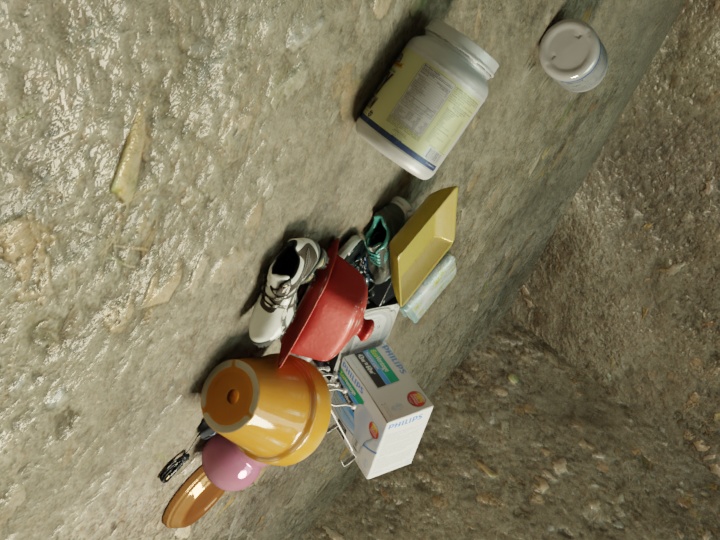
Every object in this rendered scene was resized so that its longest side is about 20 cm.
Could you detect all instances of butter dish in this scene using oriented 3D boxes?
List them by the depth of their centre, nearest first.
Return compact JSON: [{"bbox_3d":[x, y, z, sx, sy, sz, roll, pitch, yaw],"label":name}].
[{"bbox_3d":[-0.044,0.078,1.407,0.201,0.147,0.200,-61,-173,25],"label":"butter dish"}]

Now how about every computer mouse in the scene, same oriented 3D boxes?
[{"bbox_3d":[-0.303,0.326,1.496,0.200,0.034,0.059,-50,164,-7],"label":"computer mouse"}]

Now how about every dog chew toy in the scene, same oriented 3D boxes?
[{"bbox_3d":[-0.217,0.343,1.558,0.199,0.125,0.124,-39,165,10],"label":"dog chew toy"}]

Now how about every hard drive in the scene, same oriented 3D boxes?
[{"bbox_3d":[0.003,0.151,1.755,0.139,0.038,0.202,-8,130,-38],"label":"hard drive"}]

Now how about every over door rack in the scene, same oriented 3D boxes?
[{"bbox_3d":[-0.053,0.288,1.682,0.066,0.148,0.202,-18,114,-11],"label":"over door rack"}]

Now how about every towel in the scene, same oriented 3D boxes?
[{"bbox_3d":[0.159,0.040,1.870,0.172,0.048,0.200,-51,168,-3],"label":"towel"}]

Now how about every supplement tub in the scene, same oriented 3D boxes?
[{"bbox_3d":[0.100,-0.255,1.180,0.201,0.145,0.145,-55,163,11],"label":"supplement tub"},{"bbox_3d":[0.478,-0.475,1.762,0.133,0.132,0.200,-57,164,17],"label":"supplement tub"}]

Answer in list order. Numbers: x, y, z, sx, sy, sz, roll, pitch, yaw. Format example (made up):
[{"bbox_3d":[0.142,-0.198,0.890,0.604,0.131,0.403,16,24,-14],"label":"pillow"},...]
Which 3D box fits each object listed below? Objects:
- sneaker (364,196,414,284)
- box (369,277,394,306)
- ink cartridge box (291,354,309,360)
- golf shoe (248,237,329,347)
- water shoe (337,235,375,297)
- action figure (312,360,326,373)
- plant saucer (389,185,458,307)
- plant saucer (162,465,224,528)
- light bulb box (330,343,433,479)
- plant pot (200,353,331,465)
[{"bbox_3d":[0.036,-0.052,1.571,0.091,0.077,0.202,-29,143,-45],"label":"sneaker"},{"bbox_3d":[0.091,-0.027,1.741,0.200,0.079,0.142,-32,151,-51],"label":"box"},{"bbox_3d":[-0.084,0.108,1.652,0.163,0.050,0.200,-61,179,26],"label":"ink cartridge box"},{"bbox_3d":[-0.137,0.030,1.283,0.201,0.077,0.094,-60,152,4],"label":"golf shoe"},{"bbox_3d":[0.000,0.000,1.553,0.072,0.079,0.200,-46,162,-17],"label":"water shoe"},{"bbox_3d":[-0.023,0.157,1.838,0.201,0.069,0.130,-54,159,-5],"label":"action figure"},{"bbox_3d":[0.118,-0.054,1.573,0.200,0.048,0.201,-50,157,-22],"label":"plant saucer"},{"bbox_3d":[-0.342,0.482,1.709,0.200,0.037,0.201,-47,163,-19],"label":"plant saucer"},{"bbox_3d":[0.038,0.309,1.743,0.124,0.199,0.201,-13,137,-30],"label":"light bulb box"},{"bbox_3d":[-0.181,0.238,1.404,0.201,0.200,0.183,-53,148,4],"label":"plant pot"}]
